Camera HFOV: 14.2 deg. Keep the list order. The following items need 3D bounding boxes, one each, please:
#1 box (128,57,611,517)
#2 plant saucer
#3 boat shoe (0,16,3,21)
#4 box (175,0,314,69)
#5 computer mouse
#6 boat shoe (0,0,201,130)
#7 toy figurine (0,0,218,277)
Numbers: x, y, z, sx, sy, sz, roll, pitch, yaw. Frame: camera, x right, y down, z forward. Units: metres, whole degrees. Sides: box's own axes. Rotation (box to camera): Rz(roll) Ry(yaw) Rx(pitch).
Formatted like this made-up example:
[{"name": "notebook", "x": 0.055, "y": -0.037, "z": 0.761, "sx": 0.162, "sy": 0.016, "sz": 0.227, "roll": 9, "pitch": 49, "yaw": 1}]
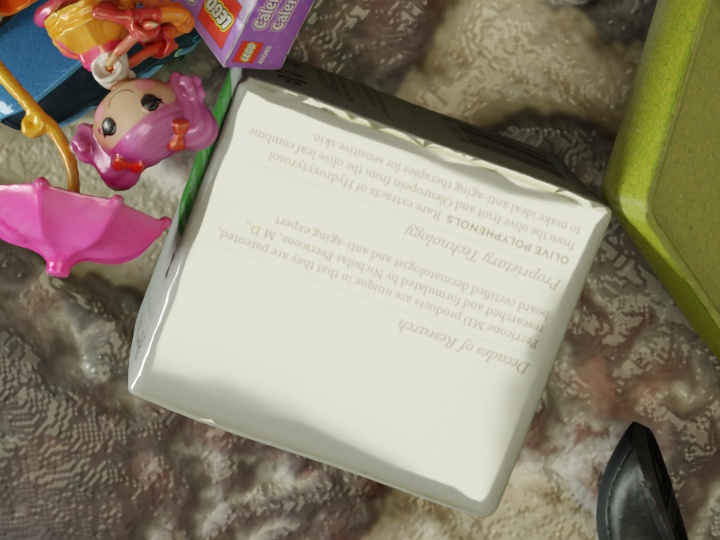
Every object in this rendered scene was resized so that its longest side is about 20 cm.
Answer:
[{"name": "box", "x": 0.000, "y": 0.000, "z": 1.494, "sx": 0.200, "sy": 0.199, "sz": 0.171, "roll": 19, "pitch": 98, "yaw": -6}, {"name": "plant saucer", "x": 0.188, "y": -0.062, "z": 1.503, "sx": 0.200, "sy": 0.048, "sz": 0.200, "roll": 50, "pitch": 52, "yaw": -48}, {"name": "boat shoe", "x": -0.214, "y": -0.148, "z": 1.513, "sx": 0.075, "sy": 0.068, "sz": 0.200, "roll": 29, "pitch": 96, "yaw": -10}, {"name": "box", "x": -0.071, "y": -0.213, "z": 1.426, "sx": 0.039, "sy": 0.200, "sz": 0.137, "roll": 0, "pitch": 131, "yaw": -39}, {"name": "computer mouse", "x": 0.163, "y": 0.190, "z": 1.578, "sx": 0.046, "sy": 0.140, "sz": 0.200, "roll": -17, "pitch": 101, "yaw": 11}, {"name": "boat shoe", "x": -0.114, "y": -0.145, "z": 1.526, "sx": 0.200, "sy": 0.069, "sz": 0.084, "roll": -29, "pitch": 68, "yaw": 12}, {"name": "toy figurine", "x": -0.138, "y": -0.094, "z": 1.396, "sx": 0.200, "sy": 0.150, "sz": 0.184, "roll": -29, "pitch": 85, "yaw": 2}]
